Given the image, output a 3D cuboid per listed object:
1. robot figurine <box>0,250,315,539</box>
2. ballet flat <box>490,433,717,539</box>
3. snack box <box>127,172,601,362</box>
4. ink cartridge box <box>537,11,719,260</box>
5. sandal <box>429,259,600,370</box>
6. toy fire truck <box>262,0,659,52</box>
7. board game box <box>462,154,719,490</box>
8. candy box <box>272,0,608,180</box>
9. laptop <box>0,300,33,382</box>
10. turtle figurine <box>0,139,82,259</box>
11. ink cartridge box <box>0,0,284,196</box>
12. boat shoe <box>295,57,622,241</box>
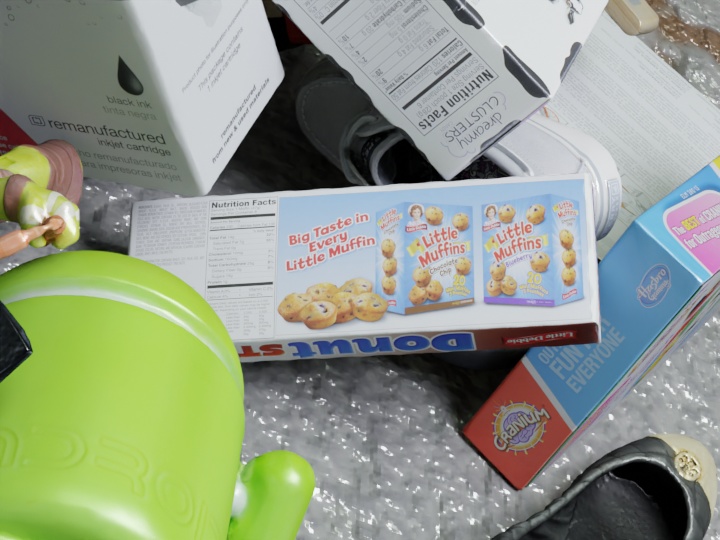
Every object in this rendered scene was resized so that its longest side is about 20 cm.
[{"bbox_3d":[-0.103,0.074,0.718,0.175,0.116,0.200,18,41,-12],"label":"robot figurine"},{"bbox_3d":[0.109,0.119,0.873,0.066,0.057,0.200,46,40,13],"label":"ballet flat"},{"bbox_3d":[0.000,0.000,0.845,0.200,0.024,0.072,-3,62,7],"label":"snack box"},{"bbox_3d":[0.116,-0.072,1.087,0.162,0.050,0.200,43,41,10],"label":"ink cartridge box"},{"bbox_3d":[0.070,0.010,0.979,0.076,0.043,0.200,50,30,10],"label":"sandal"},{"bbox_3d":[0.042,-0.169,1.034,0.200,0.129,0.176,4,30,24],"label":"toy fire truck"},{"bbox_3d":[0.147,0.005,0.943,0.040,0.153,0.200,44,39,11],"label":"board game box"},{"bbox_3d":[0.019,-0.166,0.884,0.200,0.072,0.168,45,38,-10],"label":"candy box"},{"bbox_3d":[-0.241,-0.009,0.642,0.200,0.177,0.103,53,-2,20],"label":"laptop"},{"bbox_3d":[-0.186,-0.027,0.765,0.161,0.200,0.065,-30,112,-71],"label":"turtle figurine"},{"bbox_3d":[-0.131,-0.136,0.806,0.144,0.200,0.084,10,51,25],"label":"ink cartridge box"},{"bbox_3d":[0.028,-0.054,0.941,0.068,0.072,0.200,-10,33,-44],"label":"boat shoe"}]
